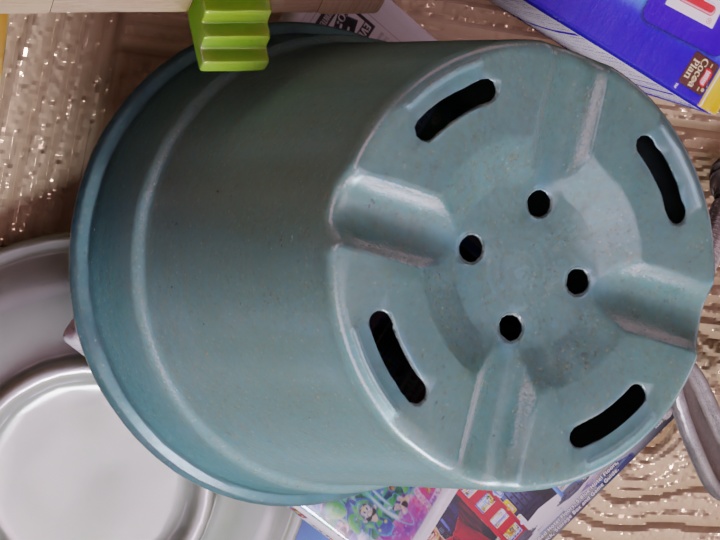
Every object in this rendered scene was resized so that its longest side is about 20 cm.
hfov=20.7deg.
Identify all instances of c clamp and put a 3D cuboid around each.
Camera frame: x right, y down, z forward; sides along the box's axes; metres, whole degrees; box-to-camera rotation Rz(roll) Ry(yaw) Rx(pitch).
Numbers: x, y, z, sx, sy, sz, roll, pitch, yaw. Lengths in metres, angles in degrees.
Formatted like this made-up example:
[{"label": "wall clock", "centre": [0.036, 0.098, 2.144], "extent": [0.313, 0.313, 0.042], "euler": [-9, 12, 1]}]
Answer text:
[{"label": "c clamp", "centre": [0.175, 0.017, 0.956], "extent": [0.171, 0.027, 0.200], "euler": [63, 38, -25]}]

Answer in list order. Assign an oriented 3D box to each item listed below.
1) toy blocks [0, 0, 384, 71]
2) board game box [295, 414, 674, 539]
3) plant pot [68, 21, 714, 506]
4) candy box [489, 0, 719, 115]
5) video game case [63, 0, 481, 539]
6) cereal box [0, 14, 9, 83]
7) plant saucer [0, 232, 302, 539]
[{"label": "toy blocks", "centre": [-0.047, -0.146, 0.656], "extent": [0.199, 0.100, 0.137], "euler": [-3, 153, -22]}, {"label": "board game box", "centre": [0.033, 0.051, 0.936], "extent": [0.200, 0.062, 0.200], "euler": [-44, 119, -4]}, {"label": "plant pot", "centre": [0.017, -0.002, 0.729], "extent": [0.199, 0.196, 0.201], "euler": [0, 91, -26]}, {"label": "candy box", "centre": [0.115, -0.188, 0.881], "extent": [0.199, 0.077, 0.170], "euler": [26, 95, -33]}, {"label": "video game case", "centre": [0.000, 0.000, 0.842], "extent": [0.182, 0.024, 0.200], "euler": [39, 74, -20]}, {"label": "cereal box", "centre": [-0.209, -0.135, 0.666], "extent": [0.199, 0.039, 0.145], "euler": [-3, 112, -38]}, {"label": "plant saucer", "centre": [-0.117, 0.086, 0.845], "extent": [0.199, 0.050, 0.201], "euler": [-1, 101, -7]}]
